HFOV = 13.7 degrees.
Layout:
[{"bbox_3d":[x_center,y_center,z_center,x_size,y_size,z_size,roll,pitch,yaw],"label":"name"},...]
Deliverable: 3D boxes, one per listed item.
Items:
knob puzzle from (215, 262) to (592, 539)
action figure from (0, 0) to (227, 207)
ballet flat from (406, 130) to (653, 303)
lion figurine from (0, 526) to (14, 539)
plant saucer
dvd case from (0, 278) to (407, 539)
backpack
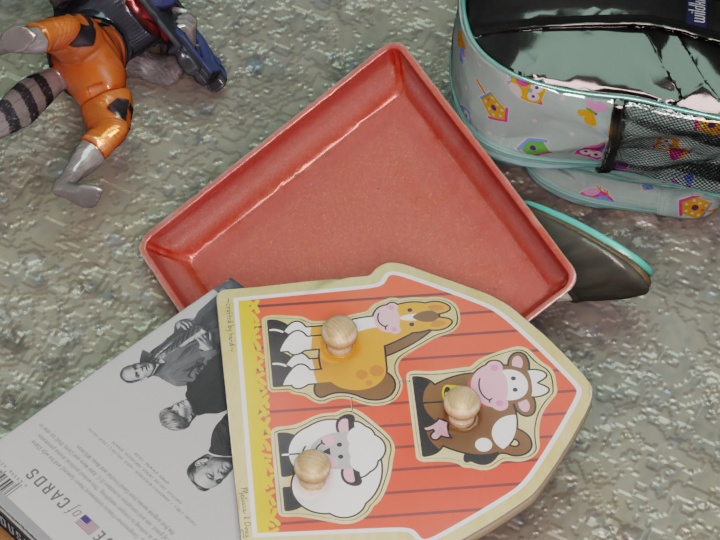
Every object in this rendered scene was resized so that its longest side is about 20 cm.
[{"bbox_3d":[0.027,0.068,1.619,0.219,0.031,0.220,0,50,0],"label":"knob puzzle"},{"bbox_3d":[-0.179,-0.156,1.803,0.104,0.200,0.194,-24,22,27],"label":"action figure"},{"bbox_3d":[0.081,-0.019,1.767,0.200,0.068,0.068,34,83,32],"label":"ballet flat"},{"bbox_3d":[-0.142,0.141,1.659,0.199,0.073,0.123,-16,65,-3],"label":"lion figurine"},{"bbox_3d":[0.000,0.000,1.734,0.200,0.037,0.200,-38,62,4],"label":"plant saucer"},{"bbox_3d":[-0.095,0.101,1.625,0.200,0.025,0.150,-36,58,-26],"label":"dvd case"},{"bbox_3d":[0.150,-0.131,1.782,0.199,0.154,0.176,12,55,-4],"label":"backpack"}]
